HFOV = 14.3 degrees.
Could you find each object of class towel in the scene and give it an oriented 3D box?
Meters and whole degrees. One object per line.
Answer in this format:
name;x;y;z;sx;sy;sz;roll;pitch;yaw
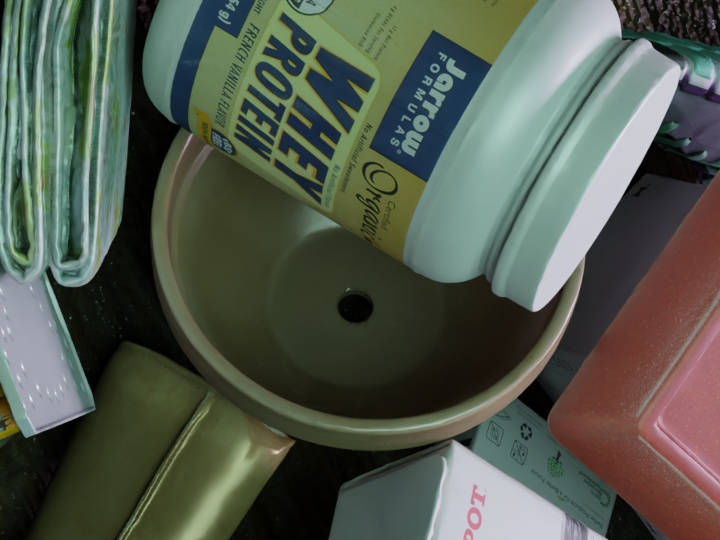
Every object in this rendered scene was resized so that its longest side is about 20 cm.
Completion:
towel;-0.124;-0.089;1.228;0.048;0.200;0.172;5;99;-1

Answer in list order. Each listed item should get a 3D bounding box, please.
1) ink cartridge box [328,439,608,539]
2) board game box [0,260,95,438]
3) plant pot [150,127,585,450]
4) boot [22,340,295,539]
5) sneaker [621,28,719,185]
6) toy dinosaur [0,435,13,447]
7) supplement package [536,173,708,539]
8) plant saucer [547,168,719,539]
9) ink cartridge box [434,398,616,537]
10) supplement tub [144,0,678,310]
ink cartridge box;0.070;0.191;1.312;0.200;0.083;0.146;34;53;-30
board game box;-0.168;-0.027;1.193;0.026;0.200;0.201;-22;89;1
plant pot;0.000;0.000;1.337;0.200;0.093;0.202;3;63;-5
boot;-0.090;0.154;1.307;0.175;0.066;0.201;29;77;13
sneaker;0.179;-0.068;1.446;0.199;0.074;0.088;6;102;-27
toy dinosaur;-0.213;0.119;1.292;0.077;0.102;0.201;23;77;1
supplement package;0.187;0.068;1.447;0.120;0.121;0.200;-43;114;-13
plant saucer;0.214;0.053;1.370;0.200;0.037;0.200;41;79;-27
ink cartridge box;0.062;0.163;1.402;0.099;0.039;0.201;40;50;-27
supplement tub;0.023;-0.086;1.241;0.199;0.144;0.145;31;85;10
